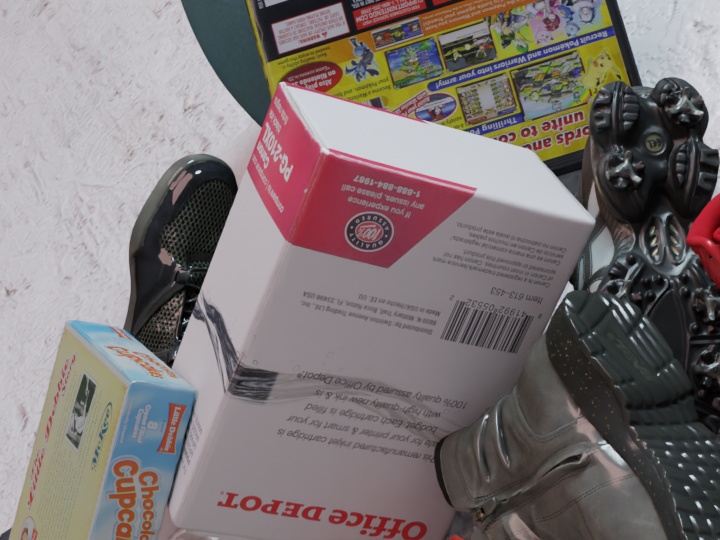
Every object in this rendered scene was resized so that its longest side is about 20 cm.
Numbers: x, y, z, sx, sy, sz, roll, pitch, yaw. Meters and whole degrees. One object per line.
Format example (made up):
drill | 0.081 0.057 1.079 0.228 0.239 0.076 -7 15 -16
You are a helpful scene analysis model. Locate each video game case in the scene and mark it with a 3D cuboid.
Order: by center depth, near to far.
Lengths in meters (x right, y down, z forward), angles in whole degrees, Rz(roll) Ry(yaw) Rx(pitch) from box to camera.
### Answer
video game case | 0.044 -0.127 0.906 0.199 0.026 0.182 -17 81 7

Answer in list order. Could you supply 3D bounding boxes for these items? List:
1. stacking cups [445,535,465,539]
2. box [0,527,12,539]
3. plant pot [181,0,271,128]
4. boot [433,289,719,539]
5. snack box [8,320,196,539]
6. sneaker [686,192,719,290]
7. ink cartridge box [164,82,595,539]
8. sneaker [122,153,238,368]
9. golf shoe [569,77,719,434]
stacking cups | -0.001 0.211 0.738 0.200 0.060 0.060 -55 35 -10
box | -0.235 0.261 0.961 0.160 0.044 0.201 -34 37 20
plant pot | -0.015 -0.152 1.029 0.199 0.199 0.136 -14 81 40
boot | 0.108 0.118 0.688 0.131 0.067 0.201 -58 44 36
snack box | -0.139 0.135 0.805 0.116 0.037 0.201 27 104 61
sneaker | 0.177 0.041 0.661 0.078 0.115 0.201 -34 36 18
ink cartridge box | -0.001 0.031 0.779 0.201 0.144 0.084 -67 27 21
sneaker | -0.094 0.036 0.968 0.114 0.076 0.201 25 101 47
golf shoe | 0.138 0.011 0.787 0.095 0.077 0.201 100 177 -74
